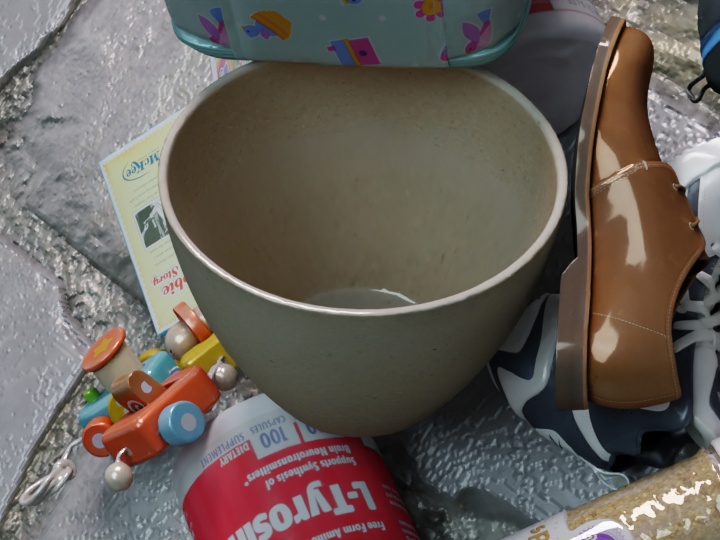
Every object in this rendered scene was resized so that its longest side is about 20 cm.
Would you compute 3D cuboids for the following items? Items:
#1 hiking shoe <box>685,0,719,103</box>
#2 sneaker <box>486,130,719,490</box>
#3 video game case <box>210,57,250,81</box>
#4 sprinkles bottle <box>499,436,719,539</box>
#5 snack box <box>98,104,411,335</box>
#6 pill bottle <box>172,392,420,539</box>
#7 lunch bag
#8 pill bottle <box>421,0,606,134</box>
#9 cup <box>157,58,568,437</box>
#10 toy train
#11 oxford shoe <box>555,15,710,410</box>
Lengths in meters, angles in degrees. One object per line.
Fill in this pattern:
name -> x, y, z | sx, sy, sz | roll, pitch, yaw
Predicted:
hiking shoe -> 0.264, -0.131, 1.045 | 0.199, 0.074, 0.087 | -1, 86, 38
sneaker -> 0.171, 0.030, 1.034 | 0.199, 0.079, 0.130 | -42, 63, 7
video game case -> -0.050, -0.196, 1.212 | 0.200, 0.018, 0.144 | 133, 134, -54
sprinkles bottle -> 0.115, 0.143, 0.974 | 0.199, 0.068, 0.068 | -25, 61, 2
snack box -> -0.057, -0.054, 1.191 | 0.200, 0.037, 0.117 | -28, 74, 30
pill bottle -> -0.016, 0.169, 1.075 | 0.112, 0.112, 0.200 | -36, 59, 16
lunch bag -> 0.001, -0.184, 1.054 | 0.199, 0.077, 0.161 | 2, 54, 9
pill bottle -> 0.055, -0.173, 1.151 | 0.114, 0.114, 0.200 | -32, 59, 18
cup -> 0.000, 0.000, 1.042 | 0.199, 0.144, 0.201 | 1, 45, -1
toy train -> -0.129, 0.068, 1.143 | 0.150, 0.056, 0.200 | -42, 11, -34
oxford shoe -> 0.135, -0.028, 0.998 | 0.071, 0.071, 0.201 | 2, 75, 9
